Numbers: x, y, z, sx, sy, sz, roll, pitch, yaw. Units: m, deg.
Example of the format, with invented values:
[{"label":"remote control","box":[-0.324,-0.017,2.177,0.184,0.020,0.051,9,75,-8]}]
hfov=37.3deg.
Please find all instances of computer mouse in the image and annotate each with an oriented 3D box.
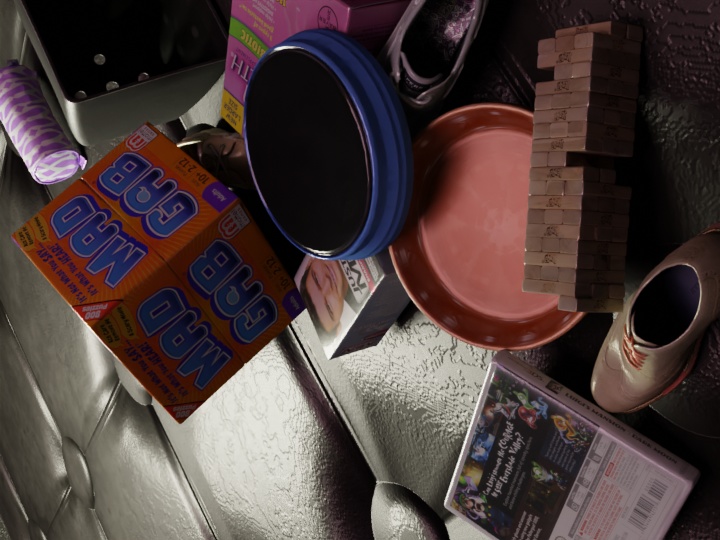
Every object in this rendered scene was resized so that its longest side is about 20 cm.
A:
[{"label":"computer mouse","box":[0.085,-0.032,0.940,0.140,0.046,0.202,23,123,47]}]

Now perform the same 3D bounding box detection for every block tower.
[{"label":"block tower","box":[0.158,-0.073,0.764,0.058,0.054,0.202,5,93,54]}]

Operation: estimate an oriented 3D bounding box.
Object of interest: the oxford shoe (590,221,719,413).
[{"label":"oxford shoe","box":[0.208,0.042,0.772,0.071,0.073,0.201,51,141,27]}]

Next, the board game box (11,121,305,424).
[{"label":"board game box","box":[-0.220,0.001,1.192,0.200,0.200,0.200,38,165,40]}]

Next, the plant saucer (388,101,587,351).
[{"label":"plant saucer","box":[0.112,-0.035,0.865,0.199,0.032,0.202,9,107,32]}]

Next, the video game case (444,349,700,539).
[{"label":"video game case","box":[0.166,0.183,0.893,0.181,0.023,0.201,31,135,22]}]

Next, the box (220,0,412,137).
[{"label":"box","box":[-0.040,-0.197,0.997,0.176,0.096,0.201,44,138,35]}]

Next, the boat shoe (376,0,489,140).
[{"label":"boat shoe","box":[0.048,-0.172,0.867,0.070,0.072,0.202,27,124,-1]}]

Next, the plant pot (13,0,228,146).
[{"label":"plant pot","box":[-0.288,-0.261,1.253,0.201,0.198,0.178,63,156,12]}]

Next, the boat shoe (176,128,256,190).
[{"label":"boat shoe","box":[-0.149,-0.124,1.216,0.199,0.065,0.073,18,120,51]}]

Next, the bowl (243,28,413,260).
[{"label":"bowl","box":[-0.035,-0.103,0.915,0.200,0.039,0.202,28,127,44]}]

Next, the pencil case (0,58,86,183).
[{"label":"pencil case","box":[-0.509,-0.229,1.666,0.201,0.085,0.084,59,137,21]}]

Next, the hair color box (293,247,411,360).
[{"label":"hair color box","box":[0.000,0.000,1.035,0.100,0.060,0.200,66,155,19]}]
